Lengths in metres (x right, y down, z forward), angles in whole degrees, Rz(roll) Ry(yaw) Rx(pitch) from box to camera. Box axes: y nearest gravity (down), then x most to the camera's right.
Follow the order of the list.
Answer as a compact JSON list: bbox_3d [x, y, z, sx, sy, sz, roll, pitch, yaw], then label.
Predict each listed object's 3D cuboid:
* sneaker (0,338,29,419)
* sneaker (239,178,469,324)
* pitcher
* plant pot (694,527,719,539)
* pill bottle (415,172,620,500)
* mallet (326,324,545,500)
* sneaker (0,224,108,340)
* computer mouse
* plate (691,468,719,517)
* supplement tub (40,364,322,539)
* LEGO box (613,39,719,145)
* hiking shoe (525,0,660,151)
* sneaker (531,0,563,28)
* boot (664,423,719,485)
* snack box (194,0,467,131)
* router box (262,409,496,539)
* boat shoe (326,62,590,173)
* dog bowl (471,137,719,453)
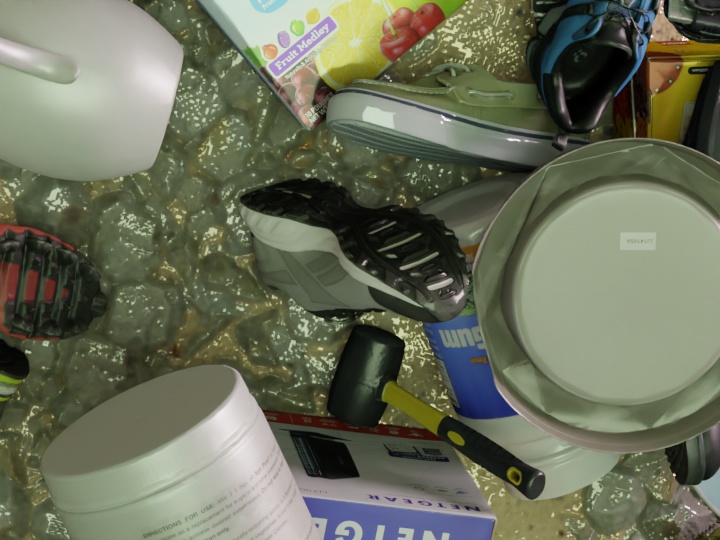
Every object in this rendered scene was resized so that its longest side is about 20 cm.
[{"bbox_3d":[-0.319,0.067,1.499,0.200,0.074,0.081,18,103,-11],"label":"sneaker"},{"bbox_3d":[0.000,0.000,1.484,0.074,0.200,0.080,-21,117,-32],"label":"sneaker"},{"bbox_3d":[-0.211,-0.126,1.419,0.200,0.172,0.122,15,91,-12],"label":"pitcher"},{"bbox_3d":[0.301,0.269,1.601,0.200,0.200,0.185,-5,93,-8],"label":"plant pot"},{"bbox_3d":[0.104,0.046,1.543,0.112,0.112,0.200,-22,105,-4],"label":"pill bottle"},{"bbox_3d":[0.053,0.089,1.511,0.041,0.200,0.066,8,98,-42],"label":"mallet"},{"bbox_3d":[-0.261,-0.001,1.494,0.200,0.098,0.071,12,89,-35],"label":"sneaker"},{"bbox_3d":[0.244,-0.079,1.487,0.138,0.053,0.200,10,101,-12],"label":"computer mouse"},{"bbox_3d":[0.308,0.108,1.582,0.200,0.026,0.201,0,59,0],"label":"plate"},{"bbox_3d":[-0.086,0.171,1.345,0.132,0.132,0.200,-24,107,-3],"label":"supplement tub"},{"bbox_3d":[0.275,-0.079,1.560,0.199,0.077,0.149,-2,104,-9],"label":"LEGO box"},{"bbox_3d":[0.167,-0.172,1.442,0.074,0.087,0.200,11,127,-13],"label":"hiking shoe"},{"bbox_3d":[0.141,-0.233,1.505,0.078,0.090,0.200,-8,127,0],"label":"sneaker"},{"bbox_3d":[0.298,0.064,1.556,0.199,0.165,0.066,-2,144,-5],"label":"boot"},{"bbox_3d":[-0.045,-0.210,1.489,0.142,0.053,0.200,-40,105,0],"label":"snack box"},{"bbox_3d":[-0.028,0.142,1.508,0.199,0.180,0.049,8,102,-12],"label":"router box"},{"bbox_3d":[0.065,-0.103,1.516,0.200,0.072,0.062,9,84,-34],"label":"boat shoe"},{"bbox_3d":[0.163,0.010,1.448,0.200,0.059,0.201,-1,105,-3],"label":"dog bowl"}]
